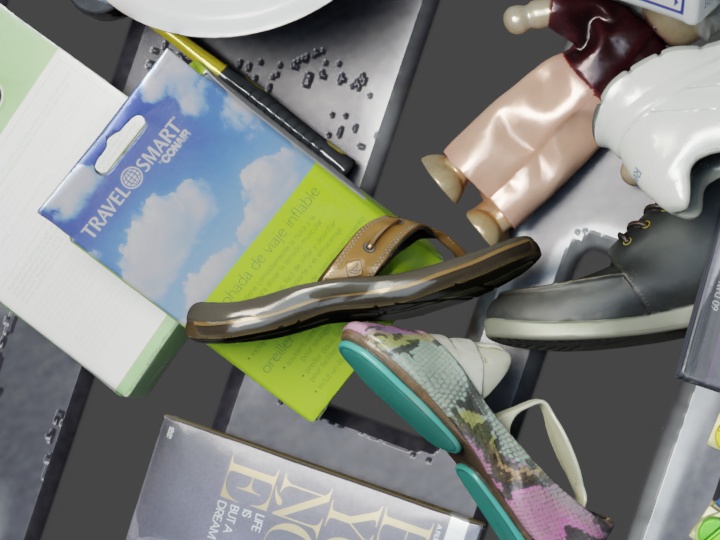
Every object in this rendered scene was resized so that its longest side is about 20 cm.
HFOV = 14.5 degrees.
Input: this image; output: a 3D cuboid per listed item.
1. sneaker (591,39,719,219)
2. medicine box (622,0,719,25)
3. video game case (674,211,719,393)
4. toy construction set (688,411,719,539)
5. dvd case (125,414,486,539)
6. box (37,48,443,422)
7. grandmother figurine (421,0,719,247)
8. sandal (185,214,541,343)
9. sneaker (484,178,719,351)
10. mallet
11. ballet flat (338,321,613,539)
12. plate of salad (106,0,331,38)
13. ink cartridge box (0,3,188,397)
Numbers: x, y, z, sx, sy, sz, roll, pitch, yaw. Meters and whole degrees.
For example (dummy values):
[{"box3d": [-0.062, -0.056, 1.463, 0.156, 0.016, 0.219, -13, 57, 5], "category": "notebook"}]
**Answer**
[{"box3d": [0.223, -0.097, 1.492, 0.200, 0.075, 0.087, -33, 62, 6], "category": "sneaker"}, {"box3d": [0.131, -0.259, 1.499, 0.182, 0.103, 0.201, 22, 127, 24], "category": "medicine box"}, {"box3d": [0.281, 0.020, 1.518, 0.199, 0.019, 0.143, 18, 79, -5], "category": "video game case"}, {"box3d": [0.259, 0.157, 1.531, 0.200, 0.092, 0.131, 36, 96, 22], "category": "toy construction set"}, {"box3d": [-0.043, 0.184, 1.629, 0.199, 0.016, 0.149, 18, 92, 12], "category": "dvd case"}, {"box3d": [-0.068, -0.022, 1.581, 0.200, 0.048, 0.122, 38, 94, -16], "category": "box"}, {"box3d": [0.127, -0.105, 1.583, 0.200, 0.061, 0.121, -40, 108, 6], "category": "grandmother figurine"}, {"box3d": [0.000, 0.000, 1.548, 0.199, 0.082, 0.055, -11, 83, -1], "category": "sandal"}, {"box3d": [0.162, -0.016, 1.567, 0.199, 0.075, 0.107, -9, 83, 2], "category": "sneaker"}, {"box3d": [-0.087, -0.118, 1.623, 0.200, 0.066, 0.041, 38, 95, 11], "category": "mallet"}, {"box3d": [0.069, 0.087, 1.565, 0.071, 0.069, 0.200, -43, 106, -12], "category": "ballet flat"}, {"box3d": [-0.068, -0.213, 1.588, 0.199, 0.048, 0.201, -5, 63, 9], "category": "plate of salad"}, {"box3d": [-0.167, -0.041, 1.647, 0.200, 0.048, 0.146, 36, 96, 11], "category": "ink cartridge box"}]
